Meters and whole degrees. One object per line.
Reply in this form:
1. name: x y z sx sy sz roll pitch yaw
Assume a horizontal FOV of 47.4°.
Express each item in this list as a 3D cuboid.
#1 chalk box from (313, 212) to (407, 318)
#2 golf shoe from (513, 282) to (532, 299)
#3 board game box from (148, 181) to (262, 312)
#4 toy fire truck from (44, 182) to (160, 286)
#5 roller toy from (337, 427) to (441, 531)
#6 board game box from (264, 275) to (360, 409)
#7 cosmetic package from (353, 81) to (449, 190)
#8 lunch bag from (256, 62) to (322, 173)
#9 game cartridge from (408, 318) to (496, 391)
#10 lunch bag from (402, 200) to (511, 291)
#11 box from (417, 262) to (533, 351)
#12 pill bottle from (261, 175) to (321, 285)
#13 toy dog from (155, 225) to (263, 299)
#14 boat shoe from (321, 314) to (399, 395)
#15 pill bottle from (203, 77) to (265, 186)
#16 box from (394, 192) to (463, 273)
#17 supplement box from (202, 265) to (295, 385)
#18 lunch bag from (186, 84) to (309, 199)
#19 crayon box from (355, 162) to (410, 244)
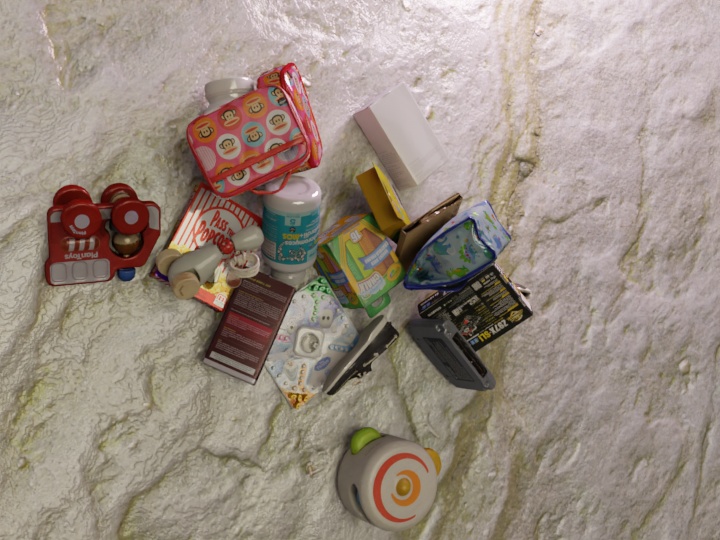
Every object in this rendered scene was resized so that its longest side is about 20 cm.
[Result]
1. chalk box: 0.000 0.000 1.677 0.125 0.124 0.201 -38 105 -24
2. golf shoe: 0.293 0.068 1.855 0.199 0.088 0.078 -20 99 -25
3. board game box: -0.289 -0.044 1.565 0.151 0.046 0.201 30 74 -24
4. toy fire truck: -0.456 -0.058 1.454 0.199 0.112 0.169 -5 114 -28
5. roller toy: 0.060 0.433 1.680 0.199 0.140 0.184 24 77 -26
6. board game box: -0.102 0.146 1.656 0.199 0.026 0.201 -35 104 -17
7. cosmetic package: 0.088 -0.288 1.764 0.113 0.081 0.201 -38 104 -25
8. lunch bag: -0.136 -0.298 1.603 0.081 0.176 0.201 -15 111 9
9. game cartridge: 0.193 0.179 1.767 0.042 0.133 0.200 -48 114 -21
10. lunch bag: 0.188 -0.034 1.658 0.128 0.199 0.170 59 24 -2
11. box: 0.248 0.085 1.783 0.200 0.049 0.160 -36 113 17
12. pill bottle: -0.135 -0.073 1.581 0.110 0.111 0.201 -15 129 -28
13. toy dog: -0.267 -0.003 1.491 0.199 0.097 0.132 -10 51 0
14. boat shoe: 0.002 0.180 1.650 0.060 0.074 0.200 45 67 -12
15. pill bottle: -0.237 -0.258 1.564 0.116 0.116 0.201 -9 92 -28
16. box: 0.132 -0.061 1.722 0.163 0.200 0.021 -34 68 -26
17. supplement box: -0.211 0.106 1.568 0.108 0.061 0.201 24 80 0
18. lunch bag: -0.194 -0.218 1.467 0.199 0.082 0.177 -26 96 -1
19. crayon box: 0.051 -0.133 1.659 0.051 0.200 0.128 -26 77 8
